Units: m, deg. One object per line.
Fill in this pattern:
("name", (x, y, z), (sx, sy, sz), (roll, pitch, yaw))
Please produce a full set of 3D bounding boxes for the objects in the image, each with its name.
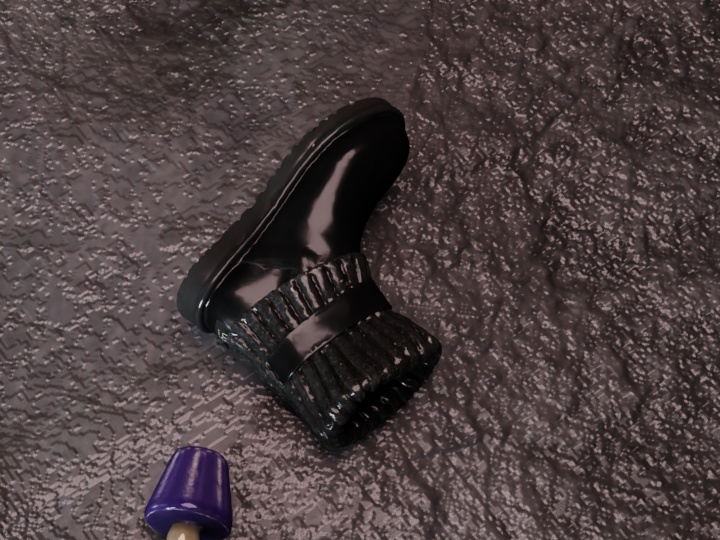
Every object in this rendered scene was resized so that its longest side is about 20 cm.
("boot", (0.000, 0.002, 1.518), (0.158, 0.079, 0.211), (35, 77, 25))
("toy lamp", (-0.116, 0.205, 1.423), (0.058, 0.058, 0.201), (9, 64, 5))
